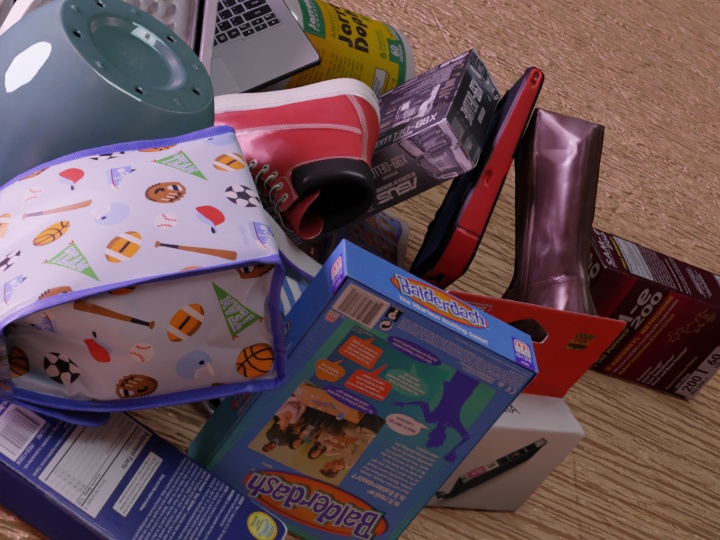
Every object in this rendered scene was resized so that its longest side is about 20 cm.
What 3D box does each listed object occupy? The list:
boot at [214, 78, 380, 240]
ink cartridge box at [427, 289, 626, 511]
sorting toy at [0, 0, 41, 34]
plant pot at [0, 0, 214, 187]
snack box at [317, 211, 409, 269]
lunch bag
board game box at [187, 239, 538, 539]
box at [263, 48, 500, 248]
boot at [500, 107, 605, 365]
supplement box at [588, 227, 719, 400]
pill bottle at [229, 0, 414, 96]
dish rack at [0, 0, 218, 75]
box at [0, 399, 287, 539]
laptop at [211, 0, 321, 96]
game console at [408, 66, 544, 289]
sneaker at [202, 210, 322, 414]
[{"bbox_3d":[-0.083,-0.068,1.477,0.145,0.198,0.073,-87,159,-50],"label":"boot"},{"bbox_3d":[0.090,0.100,1.419,0.199,0.174,0.044,10,40,-42],"label":"ink cartridge box"},{"bbox_3d":[-0.300,-0.256,1.489,0.180,0.200,0.107,44,6,20],"label":"sorting toy"},{"bbox_3d":[-0.196,-0.097,1.387,0.199,0.161,0.201,28,29,-17],"label":"plant pot"},{"bbox_3d":[0.000,0.000,1.623,0.072,0.024,0.201,31,29,-12],"label":"snack box"},{"bbox_3d":[-0.158,0.007,1.248,0.198,0.125,0.170,-9,34,-12],"label":"lunch bag"},{"bbox_3d":[-0.001,0.093,1.295,0.151,0.200,0.045,27,28,-21],"label":"board game box"},{"bbox_3d":[0.009,-0.094,1.587,0.050,0.199,0.158,59,22,-18],"label":"box"},{"bbox_3d":[0.128,-0.022,1.559,0.064,0.186,0.202,3,83,-38],"label":"boot"},{"bbox_3d":[0.253,0.041,1.774,0.199,0.109,0.061,18,34,-32],"label":"supplement box"},{"bbox_3d":[-0.058,-0.189,1.741,0.199,0.113,0.113,14,36,-37],"label":"pill bottle"},{"bbox_3d":[-0.198,-0.219,1.553,0.170,0.044,0.202,6,80,-10],"label":"dish rack"},{"bbox_3d":[-0.147,0.142,1.225,0.199,0.033,0.121,35,28,-1],"label":"box"},{"bbox_3d":[-0.159,-0.236,1.591,0.186,0.116,0.201,-24,58,-13],"label":"laptop"},{"bbox_3d":[0.090,-0.068,1.605,0.031,0.178,0.200,22,-10,-4],"label":"game console"},{"bbox_3d":[-0.076,0.054,1.420,0.200,0.080,0.148,49,48,-44],"label":"sneaker"}]
